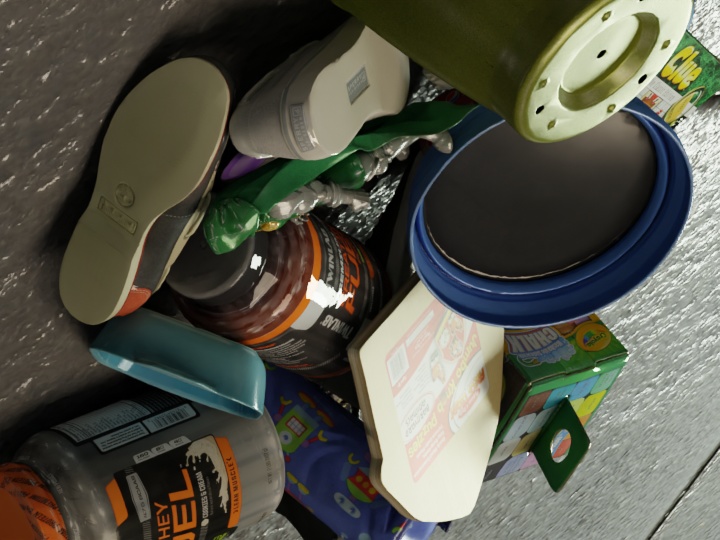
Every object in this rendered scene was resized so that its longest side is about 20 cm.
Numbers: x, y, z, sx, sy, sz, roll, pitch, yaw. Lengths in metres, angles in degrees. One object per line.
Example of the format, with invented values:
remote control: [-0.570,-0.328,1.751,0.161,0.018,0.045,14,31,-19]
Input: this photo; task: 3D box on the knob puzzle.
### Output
knob puzzle: [0.049,0.092,1.624,0.219,0.030,0.220,-13,106,-59]

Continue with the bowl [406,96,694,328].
bowl: [0.127,-0.046,1.547,0.200,0.039,0.201,-8,132,-9]

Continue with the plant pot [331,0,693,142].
plant pot: [0.085,-0.182,1.313,0.200,0.193,0.201,-31,154,-17]

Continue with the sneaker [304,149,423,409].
sneaker: [0.000,0.000,1.650,0.071,0.099,0.201,10,95,-60]

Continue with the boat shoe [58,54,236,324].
boat shoe: [-0.123,-0.052,1.388,0.063,0.071,0.200,-23,147,-53]

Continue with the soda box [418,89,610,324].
soda box: [0.118,-0.050,1.616,0.063,0.070,0.200,-31,131,16]

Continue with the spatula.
spatula: [-0.036,-0.070,1.533,0.057,0.021,0.200,-45,155,14]

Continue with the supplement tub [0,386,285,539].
supplement tub: [-0.164,0.154,1.609,0.200,0.123,0.123,-21,149,-34]

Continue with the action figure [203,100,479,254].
action figure: [-0.027,-0.058,1.425,0.200,0.055,0.118,-28,-167,-40]

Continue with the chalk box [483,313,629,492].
chalk box: [0.116,0.080,1.775,0.124,0.200,0.125,-14,145,-42]

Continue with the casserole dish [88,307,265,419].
casserole dish: [-0.117,0.061,1.504,0.200,0.121,0.039,125,-15,-83]

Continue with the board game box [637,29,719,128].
board game box: [0.203,-0.129,1.615,0.105,0.023,0.200,-45,161,11]

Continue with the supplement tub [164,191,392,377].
supplement tub: [-0.060,0.006,1.524,0.107,0.107,0.200,-44,155,9]

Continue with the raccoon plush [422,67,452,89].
raccoon plush: [0.137,-0.197,1.523,0.200,0.097,0.134,-24,173,23]

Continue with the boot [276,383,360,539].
boot: [-0.003,0.139,1.763,0.073,0.154,0.204,-4,138,-51]

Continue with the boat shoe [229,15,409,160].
boat shoe: [-0.024,-0.112,1.401,0.200,0.068,0.072,-56,136,-58]

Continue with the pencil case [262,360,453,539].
pencil case: [-0.023,0.138,1.690,0.087,0.200,0.078,-53,163,5]

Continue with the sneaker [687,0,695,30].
sneaker: [0.160,-0.177,1.582,0.200,0.066,0.079,-20,140,-38]
